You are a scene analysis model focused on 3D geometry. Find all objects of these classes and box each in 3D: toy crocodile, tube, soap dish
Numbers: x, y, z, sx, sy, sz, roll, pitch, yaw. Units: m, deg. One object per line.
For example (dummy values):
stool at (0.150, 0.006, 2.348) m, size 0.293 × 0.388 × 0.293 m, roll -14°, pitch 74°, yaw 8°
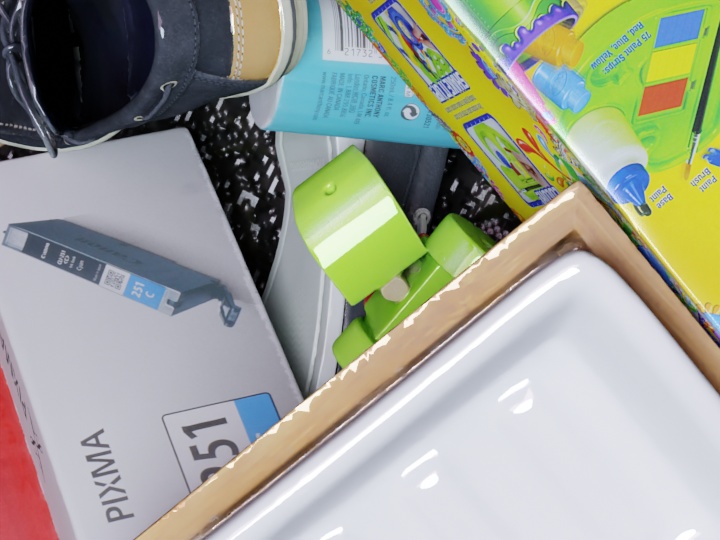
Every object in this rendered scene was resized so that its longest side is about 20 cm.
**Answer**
toy crocodile at (0.054, 0.033, 0.933) m, size 0.200 × 0.062 × 0.068 m, roll 37°, pitch 103°, yaw -19°
tube at (0.061, -0.071, 0.934) m, size 0.198 × 0.050 × 0.078 m, roll 3°, pitch 92°, yaw -16°
soap dish at (0.038, 0.088, 0.822) m, size 0.200 × 0.081 × 0.158 m, roll -39°, pitch 103°, yaw 10°

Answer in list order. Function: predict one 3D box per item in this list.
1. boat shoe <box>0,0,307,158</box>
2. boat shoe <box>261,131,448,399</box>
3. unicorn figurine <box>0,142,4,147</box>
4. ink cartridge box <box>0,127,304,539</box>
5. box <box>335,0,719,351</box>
boat shoe at (-0.098, -0.079, 0.923) m, size 0.199 × 0.062 × 0.075 m, roll -4°, pitch 98°, yaw 53°
boat shoe at (0.000, 0.000, 0.976) m, size 0.060 × 0.076 × 0.202 m, roll 6°, pitch 97°, yaw -26°
unicorn figurine at (-0.114, -0.133, 1.017) m, size 0.199 × 0.074 × 0.138 m, roll -22°, pitch 85°, yaw 13°
ink cartridge box at (-0.116, 0.046, 0.931) m, size 0.175 × 0.045 × 0.201 m, roll -13°, pitch 49°, yaw -15°
box at (0.130, -0.092, 0.854) m, size 0.200 × 0.122 × 0.193 m, roll -41°, pitch 94°, yaw -9°
